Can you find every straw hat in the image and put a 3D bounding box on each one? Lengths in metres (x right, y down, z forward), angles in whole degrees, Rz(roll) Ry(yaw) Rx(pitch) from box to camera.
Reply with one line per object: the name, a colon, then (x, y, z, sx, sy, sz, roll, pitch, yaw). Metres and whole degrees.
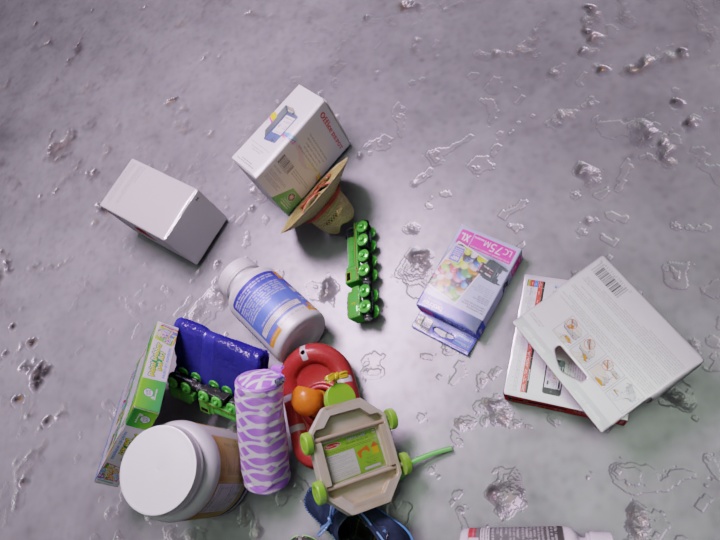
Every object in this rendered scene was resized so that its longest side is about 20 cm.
straw hat: (-0.058, -0.115, 1.085, 0.085, 0.201, 0.201, 42, 84, -14)

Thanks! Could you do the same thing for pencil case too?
pencil case: (-0.153, 0.252, 0.913, 0.083, 0.085, 0.202, 9, 107, 27)

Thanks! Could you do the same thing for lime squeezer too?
lime squeezer: (0.058, 0.336, 0.893, 0.070, 0.038, 0.201, 34, 81, 27)

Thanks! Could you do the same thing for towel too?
towel: (-0.251, 0.177, 1.031, 0.198, 0.049, 0.149, 18, 112, 24)

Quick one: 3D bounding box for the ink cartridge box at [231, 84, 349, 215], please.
ink cartridge box: (-0.131, -0.236, 1.134, 0.200, 0.145, 0.087, -48, 59, -4)

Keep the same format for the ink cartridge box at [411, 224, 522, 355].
ink cartridge box: (0.179, 0.030, 0.982, 0.119, 0.042, 0.201, 26, 79, 26)

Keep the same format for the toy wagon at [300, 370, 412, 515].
toy wagon: (-0.013, 0.253, 0.861, 0.154, 0.040, 0.202, -9, 71, -26)

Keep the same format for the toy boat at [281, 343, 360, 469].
toy boat: (-0.072, 0.214, 0.933, 0.129, 0.131, 0.202, -21, 63, 8)

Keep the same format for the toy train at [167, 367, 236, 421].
toy train: (-0.252, 0.224, 0.993, 0.198, 0.057, 0.042, 17, 35, 22)

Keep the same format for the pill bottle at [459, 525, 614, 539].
pill bottle: (0.237, 0.403, 0.762, 0.198, 0.114, 0.115, -8, 66, 15)

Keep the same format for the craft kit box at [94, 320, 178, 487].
craft kit box: (-0.378, 0.223, 0.978, 0.198, 0.048, 0.201, -58, 23, 28)

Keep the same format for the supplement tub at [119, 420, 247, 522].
supplement tub: (-0.270, 0.317, 0.910, 0.143, 0.200, 0.146, -4, 69, 11)

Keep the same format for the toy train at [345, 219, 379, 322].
toy train: (0.000, 0.000, 1.044, 0.056, 0.042, 0.202, -19, 58, 29)

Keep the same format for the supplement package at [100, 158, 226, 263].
supplement package: (-0.403, -0.121, 1.180, 0.199, 0.121, 0.121, 25, 77, 26)

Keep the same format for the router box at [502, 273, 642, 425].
router box: (0.328, 0.118, 0.890, 0.178, 0.049, 0.202, 9, 71, 21)

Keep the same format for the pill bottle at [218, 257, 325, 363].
pill bottle: (-0.166, 0.064, 1.039, 0.200, 0.112, 0.112, 40, 84, 27)

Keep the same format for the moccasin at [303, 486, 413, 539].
moccasin: (-0.014, 0.373, 0.860, 0.198, 0.068, 0.082, 7, 90, 37)

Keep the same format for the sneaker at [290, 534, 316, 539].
sneaker: (-0.071, 0.494, 0.841, 0.076, 0.084, 0.202, -18, 64, 9)

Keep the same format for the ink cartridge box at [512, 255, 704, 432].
ink cartridge box: (0.351, 0.106, 0.834, 0.173, 0.044, 0.201, -35, 63, 1)
